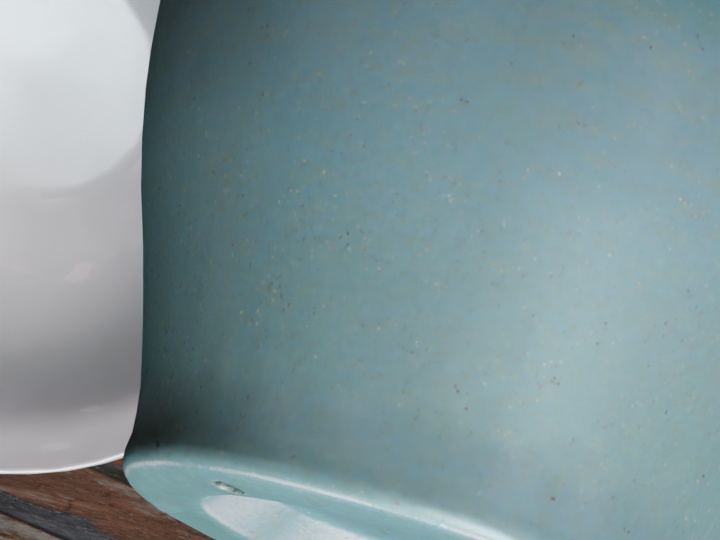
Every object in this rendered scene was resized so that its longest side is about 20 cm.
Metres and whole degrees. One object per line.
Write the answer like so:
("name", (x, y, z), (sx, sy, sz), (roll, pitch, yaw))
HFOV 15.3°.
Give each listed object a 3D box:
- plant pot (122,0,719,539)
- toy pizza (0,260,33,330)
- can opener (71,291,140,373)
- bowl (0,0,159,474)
("plant pot", (0.036, -0.019, 0.623), (0.199, 0.189, 0.200), (16, 165, 4))
("toy pizza", (-0.165, 0.034, 0.949), (0.032, 0.201, 0.200), (45, 156, -19))
("can opener", (0.000, 0.000, 0.887), (0.199, 0.053, 0.067), (-13, 130, -10))
("bowl", (-0.109, -0.046, 0.809), (0.200, 0.091, 0.202), (5, 122, 8))
